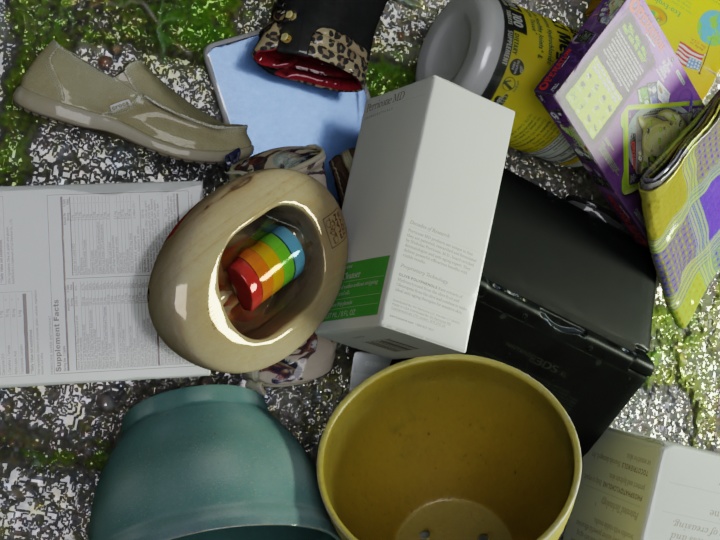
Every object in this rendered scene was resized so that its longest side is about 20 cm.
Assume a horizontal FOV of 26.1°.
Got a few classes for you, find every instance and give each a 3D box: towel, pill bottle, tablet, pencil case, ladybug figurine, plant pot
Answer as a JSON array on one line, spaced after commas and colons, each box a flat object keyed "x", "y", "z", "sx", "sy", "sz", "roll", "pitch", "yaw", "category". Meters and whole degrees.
[{"x": 0.295, "y": -0.056, "z": 1.333, "sx": 0.144, "sy": 0.023, "sz": 0.200, "roll": -47, "pitch": 141, "yaw": -22, "category": "towel"}, {"x": 0.156, "y": -0.154, "z": 1.321, "sx": 0.199, "sy": 0.112, "sz": 0.113, "roll": 17, "pitch": 85, "yaw": -27, "category": "pill bottle"}, {"x": -0.046, "y": -0.113, "z": 1.332, "sx": 0.130, "sy": 0.014, "sz": 0.201, "roll": -18, "pitch": 94, "yaw": -13, "category": "tablet"}, {"x": -0.065, "y": 0.000, "z": 1.266, "sx": 0.089, "sy": 0.078, "sz": 0.201, "roll": -15, "pitch": 111, "yaw": -32, "category": "pencil case"}, {"x": -0.085, "y": -0.001, "z": 1.145, "sx": 0.200, "sy": 0.072, "sz": 0.136, "roll": -34, "pitch": 112, "yaw": -45, "category": "ladybug figurine"}, {"x": 0.072, "y": 0.187, "z": 1.221, "sx": 0.199, "sy": 0.142, "sz": 0.200, "roll": -3, "pitch": 49, "yaw": 4, "category": "plant pot"}, {"x": -0.124, "y": 0.172, "z": 1.232, "sx": 0.200, "sy": 0.200, "sz": 0.135, "roll": -6, "pitch": 64, "yaw": -13, "category": "plant pot"}]

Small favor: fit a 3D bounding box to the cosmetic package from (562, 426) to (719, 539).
[{"x": 0.276, "y": 0.251, "z": 1.325, "sx": 0.167, "sy": 0.166, "sz": 0.201, "roll": 14, "pitch": 87, "yaw": -13, "category": "cosmetic package"}]

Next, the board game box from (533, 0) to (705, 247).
[{"x": 0.227, "y": -0.124, "z": 1.284, "sx": 0.120, "sy": 0.032, "sz": 0.200, "roll": -49, "pitch": 129, "yaw": -11, "category": "board game box"}]

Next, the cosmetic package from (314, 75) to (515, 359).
[{"x": 0.042, "y": -0.038, "z": 1.212, "sx": 0.085, "sy": 0.108, "sz": 0.201, "roll": 19, "pitch": 74, "yaw": -28, "category": "cosmetic package"}]

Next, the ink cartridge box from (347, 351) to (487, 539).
[{"x": 0.052, "y": 0.178, "z": 1.327, "sx": 0.162, "sy": 0.057, "sz": 0.201, "roll": 8, "pitch": 85, "yaw": -12, "category": "ink cartridge box"}]

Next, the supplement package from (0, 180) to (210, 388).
[{"x": -0.228, "y": 0.011, "z": 1.215, "sx": 0.199, "sy": 0.152, "sz": 0.151, "roll": -3, "pitch": 89, "yaw": -13, "category": "supplement package"}]

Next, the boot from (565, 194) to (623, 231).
[{"x": 0.157, "y": -0.012, "z": 1.358, "sx": 0.200, "sy": 0.070, "sz": 0.132, "roll": 32, "pitch": 80, "yaw": -22, "category": "boot"}]

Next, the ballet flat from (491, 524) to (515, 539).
[{"x": 0.097, "y": 0.301, "z": 1.288, "sx": 0.069, "sy": 0.063, "sz": 0.200, "roll": 31, "pitch": 98, "yaw": -18, "category": "ballet flat"}]

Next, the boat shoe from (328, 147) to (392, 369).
[{"x": 0.000, "y": 0.001, "z": 1.305, "sx": 0.075, "sy": 0.075, "sz": 0.203, "roll": -19, "pitch": 102, "yaw": 0, "category": "boat shoe"}]

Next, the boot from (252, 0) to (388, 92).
[{"x": -0.062, "y": -0.244, "z": 1.290, "sx": 0.199, "sy": 0.073, "sz": 0.151, "roll": 19, "pitch": 73, "yaw": -19, "category": "boot"}]

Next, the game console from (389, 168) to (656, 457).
[{"x": 0.139, "y": 0.037, "z": 1.306, "sx": 0.200, "sy": 0.117, "sz": 0.176, "roll": 26, "pitch": 113, "yaw": -21, "category": "game console"}]

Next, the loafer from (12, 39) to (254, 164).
[{"x": -0.179, "y": -0.136, "z": 1.266, "sx": 0.199, "sy": 0.076, "sz": 0.069, "roll": 14, "pitch": 97, "yaw": -12, "category": "loafer"}]

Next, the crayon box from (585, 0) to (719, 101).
[{"x": 0.289, "y": -0.259, "z": 1.394, "sx": 0.127, "sy": 0.051, "sz": 0.200, "roll": 30, "pitch": 82, "yaw": -11, "category": "crayon box"}]
